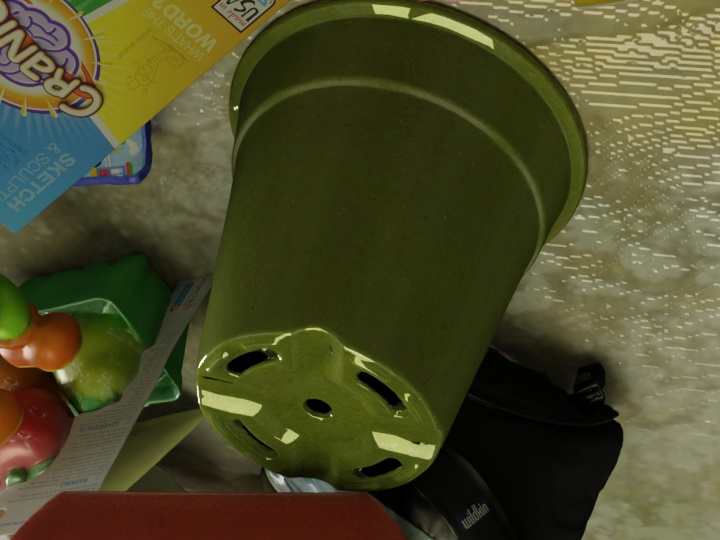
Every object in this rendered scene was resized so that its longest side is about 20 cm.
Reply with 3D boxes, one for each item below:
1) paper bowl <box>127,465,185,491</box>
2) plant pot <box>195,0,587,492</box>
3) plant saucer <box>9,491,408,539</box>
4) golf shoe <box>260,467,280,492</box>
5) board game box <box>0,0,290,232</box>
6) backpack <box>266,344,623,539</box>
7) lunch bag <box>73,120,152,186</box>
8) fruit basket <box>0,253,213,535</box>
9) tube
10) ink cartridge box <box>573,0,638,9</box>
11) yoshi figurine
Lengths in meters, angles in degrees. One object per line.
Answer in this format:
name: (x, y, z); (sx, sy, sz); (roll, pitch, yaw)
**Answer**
paper bowl: (-0.187, 0.200, 1.127); (0.199, 0.201, 0.105); (23, 125, -5)
plant pot: (0.000, 0.000, 0.826); (0.198, 0.191, 0.201); (12, 140, 10)
plant saucer: (-0.071, 0.150, 0.866); (0.198, 0.037, 0.200); (0, 161, 1)
golf shoe: (0.035, 0.135, 1.057); (0.198, 0.077, 0.089); (5, 107, -11)
board game box: (-0.155, -0.124, 0.785); (0.200, 0.041, 0.153); (-37, 130, 20)
backpack: (0.037, 0.107, 0.968); (0.199, 0.168, 0.127); (31, 145, -5)
lunch bag: (-0.196, -0.115, 0.870); (0.198, 0.095, 0.151); (3, 136, 1)
fruit basket: (-0.190, 0.088, 0.997); (0.184, 0.201, 0.094); (-12, 132, 32)
tube: (-0.177, 0.136, 1.066); (0.058, 0.200, 0.052); (27, 121, 17)
ink cartridge box: (0.153, -0.203, 0.644); (0.196, 0.047, 0.201); (-4, 138, 27)
yoshi figurine: (-0.226, 0.008, 0.872); (0.111, 0.113, 0.200); (-25, 132, 11)
